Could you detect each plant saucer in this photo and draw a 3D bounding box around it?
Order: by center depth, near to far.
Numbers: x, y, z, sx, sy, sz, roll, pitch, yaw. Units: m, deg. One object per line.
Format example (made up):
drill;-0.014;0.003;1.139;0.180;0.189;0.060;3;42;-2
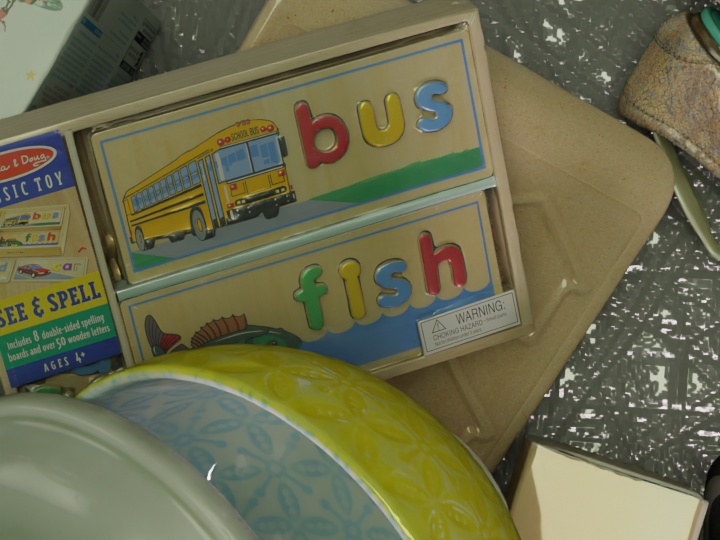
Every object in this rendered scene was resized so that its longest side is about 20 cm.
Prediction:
plant saucer;-0.096;0.142;0.673;0.200;0.050;0.201;18;121;33

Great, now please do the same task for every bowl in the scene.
bowl;-0.009;0.106;0.690;0.200;0.108;0.201;18;121;33

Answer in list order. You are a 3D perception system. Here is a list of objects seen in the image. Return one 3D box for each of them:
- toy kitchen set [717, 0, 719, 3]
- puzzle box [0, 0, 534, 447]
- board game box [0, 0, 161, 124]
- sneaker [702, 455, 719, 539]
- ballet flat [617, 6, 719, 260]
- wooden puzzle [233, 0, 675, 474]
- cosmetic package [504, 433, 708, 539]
toy kitchen set;0.221;-0.109;0.700;0.181;0.163;0.200;51;136;5
puzzle box;-0.041;-0.011;0.723;0.200;0.025;0.133;-18;113;-11
board game box;-0.160;-0.034;0.777;0.064;0.148;0.200;29;89;4
sneaker;0.146;0.166;0.766;0.083;0.071;0.200;0;97;-36
ballet flat;0.179;-0.015;0.803;0.067;0.068;0.200;-44;80;20
wooden puzzle;0.000;0.000;0.780;0.185;0.046;0.200;26;100;-24
cosmetic package;0.067;0.168;0.775;0.071;0.105;0.200;18;87;5
